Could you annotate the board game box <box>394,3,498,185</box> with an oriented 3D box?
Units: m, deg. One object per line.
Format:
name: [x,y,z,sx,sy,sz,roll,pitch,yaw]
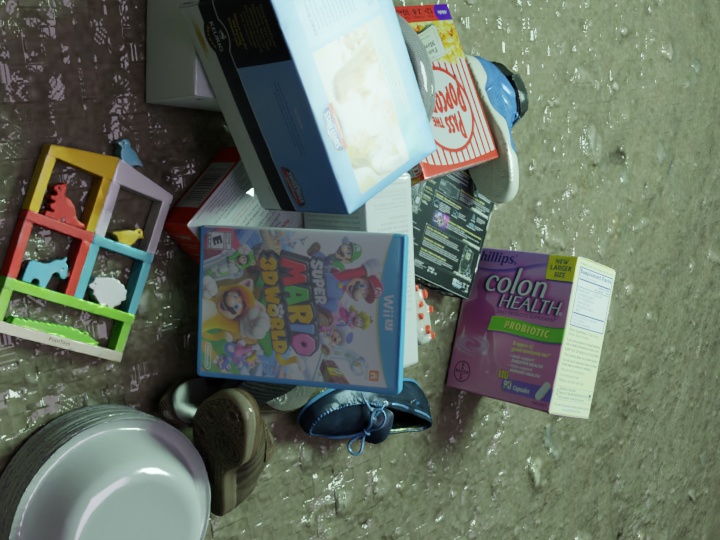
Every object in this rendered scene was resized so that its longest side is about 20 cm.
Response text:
board game box: [0.075,-0.210,0.974,0.151,0.046,0.202,-22,93,-44]

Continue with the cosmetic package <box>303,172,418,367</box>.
cosmetic package: [0.000,0.000,0.856,0.074,0.101,0.202,-13,105,-42]

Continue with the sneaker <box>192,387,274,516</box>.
sneaker: [-0.123,0.170,0.827,0.075,0.070,0.201,-35,158,-40]

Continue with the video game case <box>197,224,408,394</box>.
video game case: [-0.056,0.034,0.757,0.018,0.198,0.145,-9,102,-76]

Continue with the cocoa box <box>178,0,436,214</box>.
cocoa box: [-0.042,-0.168,0.727,0.133,0.130,0.202,-39,120,-33]

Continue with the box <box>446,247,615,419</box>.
box: [0.227,0.080,1.104,0.096,0.175,0.202,16,85,-42]

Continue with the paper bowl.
paper bowl: [-0.229,0.233,0.759,0.199,0.104,0.203,-6,99,-40]

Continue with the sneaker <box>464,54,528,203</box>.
sneaker: [0.186,-0.187,1.074,0.110,0.077,0.202,-8,73,-41]

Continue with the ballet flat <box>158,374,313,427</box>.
ballet flat: [-0.131,0.132,0.880,0.199,0.046,0.068,-7,78,-47]

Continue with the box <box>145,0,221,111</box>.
box: [-0.129,-0.259,0.790,0.124,0.097,0.203,-2,96,-43]

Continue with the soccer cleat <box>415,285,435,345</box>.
soccer cleat: [0.034,0.043,1.006,0.200,0.077,0.070,41,41,-57]

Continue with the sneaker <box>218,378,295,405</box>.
sneaker: [-0.078,0.057,0.824,0.200,0.089,0.074,-44,149,11]

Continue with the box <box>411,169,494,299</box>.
box: [0.085,-0.068,1.046,0.199,0.043,0.162,23,80,-42]

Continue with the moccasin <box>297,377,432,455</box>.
moccasin: [0.018,0.171,0.980,0.199,0.068,0.081,-5,140,-41]

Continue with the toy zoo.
toy zoo: [-0.252,-0.027,0.759,0.131,0.020,0.202,22,80,-42]

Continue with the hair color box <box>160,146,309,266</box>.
hair color box: [-0.104,-0.021,0.867,0.111,0.064,0.200,-54,125,-23]

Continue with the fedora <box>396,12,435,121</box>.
fedora: [-0.007,-0.202,0.878,0.090,0.198,0.179,-39,134,-62]
